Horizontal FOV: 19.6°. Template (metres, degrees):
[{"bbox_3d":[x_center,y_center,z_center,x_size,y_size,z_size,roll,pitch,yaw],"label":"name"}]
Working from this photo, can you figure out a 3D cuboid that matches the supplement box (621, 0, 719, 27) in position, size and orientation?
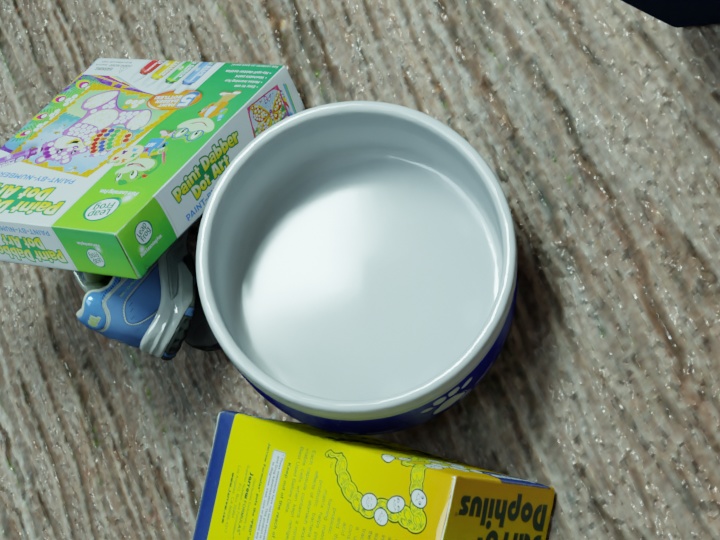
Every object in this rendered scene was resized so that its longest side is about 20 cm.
[{"bbox_3d":[0.194,-0.263,1.180,0.134,0.200,0.201,0,80,39],"label":"supplement box"}]

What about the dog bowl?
[{"bbox_3d":[0.000,0.000,1.311,0.199,0.079,0.201,-2,73,6],"label":"dog bowl"}]

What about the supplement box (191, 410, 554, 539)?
[{"bbox_3d":[0.005,0.164,1.315,0.199,0.109,0.110,12,89,40],"label":"supplement box"}]

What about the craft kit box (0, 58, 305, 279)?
[{"bbox_3d":[-0.172,-0.077,1.477,0.199,0.049,0.198,6,45,40],"label":"craft kit box"}]

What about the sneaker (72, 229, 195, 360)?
[{"bbox_3d":[-0.163,-0.026,1.486,0.201,0.077,0.076,-101,31,-47],"label":"sneaker"}]

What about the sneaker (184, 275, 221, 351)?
[{"bbox_3d":[-0.081,-0.028,1.439,0.200,0.087,0.075,-50,54,21],"label":"sneaker"}]
